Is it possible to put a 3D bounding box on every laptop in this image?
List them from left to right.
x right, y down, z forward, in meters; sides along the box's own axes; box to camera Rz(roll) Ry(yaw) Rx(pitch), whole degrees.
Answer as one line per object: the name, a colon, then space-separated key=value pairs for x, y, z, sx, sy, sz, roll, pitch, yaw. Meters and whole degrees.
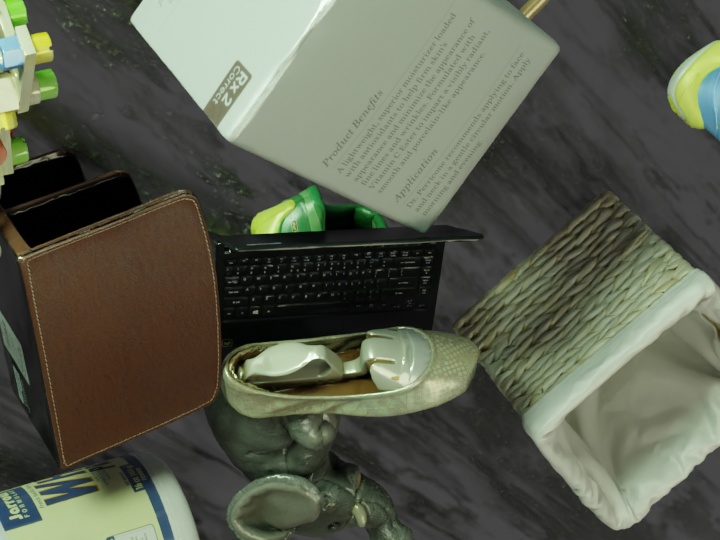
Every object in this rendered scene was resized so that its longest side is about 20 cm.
laptop: x=-0.015 y=0.024 z=1.305 sx=0.175 sy=0.104 sz=0.201 roll=-2 pitch=131 yaw=-10

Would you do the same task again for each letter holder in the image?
letter holder: x=-0.183 y=0.017 z=1.281 sx=0.141 sy=0.101 sz=0.201 roll=-22 pitch=134 yaw=-21

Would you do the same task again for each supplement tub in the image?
supplement tub: x=-0.234 y=0.234 z=1.386 sx=0.198 sy=0.145 sz=0.146 roll=-15 pitch=131 yaw=-24

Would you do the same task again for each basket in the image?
basket: x=0.218 y=0.078 z=1.549 sx=0.200 sy=0.161 sz=0.198 roll=-42 pitch=137 yaw=1

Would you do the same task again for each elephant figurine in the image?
elephant figurine: x=-0.052 y=0.163 z=1.455 sx=0.141 sy=0.154 sz=0.202 roll=-32 pitch=132 yaw=-41

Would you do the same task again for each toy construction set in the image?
toy construction set: x=-0.242 y=-0.087 z=1.132 sx=0.091 sy=0.131 sz=0.201 roll=-3 pitch=126 yaw=-32

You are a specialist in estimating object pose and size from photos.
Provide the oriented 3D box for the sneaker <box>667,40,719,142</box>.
sneaker: x=0.359 y=-0.172 z=1.489 sx=0.200 sy=0.105 sz=0.076 roll=-38 pitch=155 yaw=6

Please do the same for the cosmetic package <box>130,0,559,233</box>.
cosmetic package: x=-0.011 y=-0.159 z=1.208 sx=0.199 sy=0.165 sz=0.165 roll=25 pitch=108 yaw=-44

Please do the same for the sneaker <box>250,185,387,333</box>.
sneaker: x=0.000 y=0.000 z=1.404 sx=0.083 sy=0.074 sz=0.200 roll=-38 pitch=138 yaw=17

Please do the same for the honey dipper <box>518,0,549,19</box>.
honey dipper: x=0.097 y=-0.163 z=1.374 sx=0.200 sy=0.038 sz=0.038 roll=-44 pitch=137 yaw=0

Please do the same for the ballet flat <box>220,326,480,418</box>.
ballet flat: x=-0.008 y=0.075 z=1.335 sx=0.198 sy=0.068 sz=0.062 roll=-9 pitch=151 yaw=2
